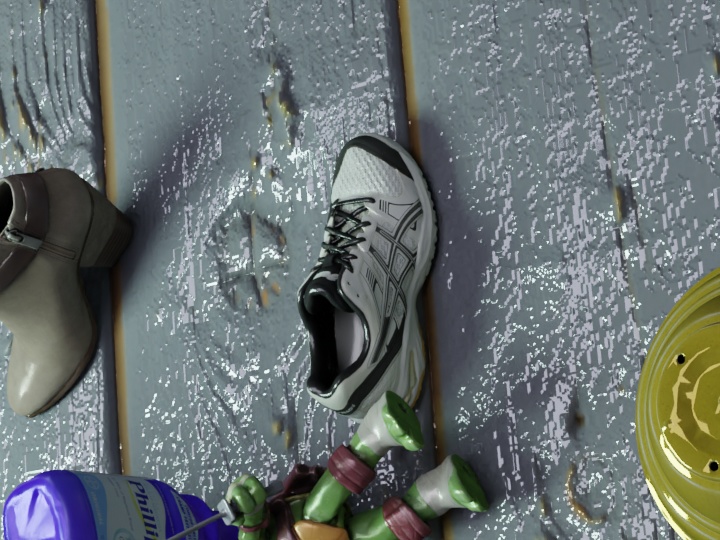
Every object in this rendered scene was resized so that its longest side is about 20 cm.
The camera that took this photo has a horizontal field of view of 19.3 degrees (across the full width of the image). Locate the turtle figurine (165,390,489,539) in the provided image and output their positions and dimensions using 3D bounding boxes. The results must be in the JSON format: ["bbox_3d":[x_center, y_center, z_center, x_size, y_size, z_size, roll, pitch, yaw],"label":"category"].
[{"bbox_3d":[-0.021,0.185,1.361,0.194,0.200,0.144,-41,76,13],"label":"turtle figurine"}]

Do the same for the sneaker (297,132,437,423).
[{"bbox_3d":[0.000,0.000,1.423,0.075,0.087,0.202,-12,73,36],"label":"sneaker"}]

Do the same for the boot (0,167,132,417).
[{"bbox_3d":[-0.254,0.014,1.568,0.070,0.146,0.201,33,102,33],"label":"boot"}]

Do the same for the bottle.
[{"bbox_3d":[-0.151,0.182,1.430,0.065,0.199,0.084,-29,66,29],"label":"bottle"}]

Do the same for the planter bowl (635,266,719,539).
[{"bbox_3d":[0.231,0.080,1.242,0.199,0.083,0.203,-8,77,35],"label":"planter bowl"}]
